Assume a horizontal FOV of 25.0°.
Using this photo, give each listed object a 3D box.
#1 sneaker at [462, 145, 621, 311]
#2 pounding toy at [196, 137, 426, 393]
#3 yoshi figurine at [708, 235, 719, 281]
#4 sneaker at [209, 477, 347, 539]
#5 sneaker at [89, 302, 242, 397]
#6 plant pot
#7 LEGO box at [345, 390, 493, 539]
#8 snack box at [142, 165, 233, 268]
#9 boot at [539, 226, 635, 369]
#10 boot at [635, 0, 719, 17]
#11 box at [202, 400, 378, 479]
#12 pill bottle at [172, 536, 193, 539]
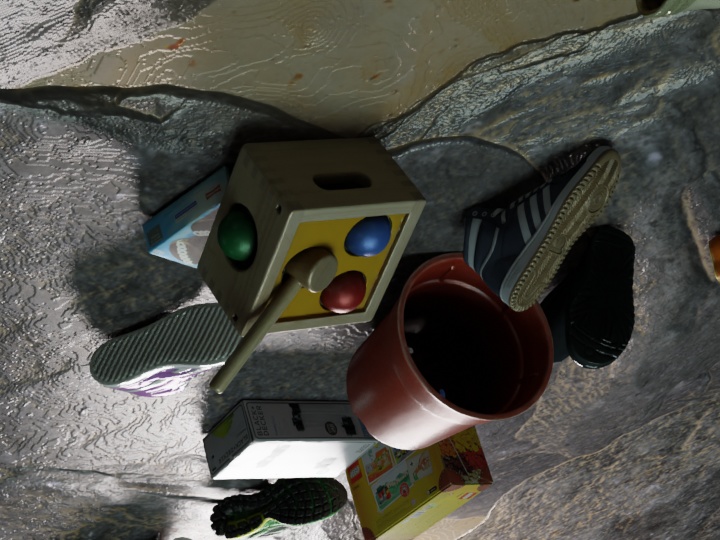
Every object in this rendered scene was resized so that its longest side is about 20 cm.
[{"bbox_3d":[0.187,-0.066,1.743,0.070,0.108,0.200,26,101,-51],"label":"sneaker"},{"bbox_3d":[-0.061,-0.008,1.532,0.200,0.142,0.184,-6,135,-36],"label":"pounding toy"},{"bbox_3d":[0.530,-0.046,1.971,0.200,0.112,0.112,-16,116,29],"label":"yoshi figurine"},{"bbox_3d":[-0.112,0.339,2.329,0.199,0.078,0.085,-14,161,14],"label":"sneaker"},{"bbox_3d":[-0.190,0.092,1.813,0.200,0.073,0.114,-13,159,15],"label":"sneaker"},{"bbox_3d":[0.088,0.109,1.886,0.200,0.201,0.195,-1,158,-29],"label":"plant pot"},{"bbox_3d":[0.071,0.265,2.196,0.077,0.149,0.200,6,146,-38],"label":"LEGO box"},{"bbox_3d":[-0.110,-0.037,1.639,0.116,0.037,0.200,-33,149,27],"label":"snack box"},{"bbox_3d":[0.256,0.067,1.897,0.076,0.200,0.168,20,142,-6],"label":"boot"},{"bbox_3d":[0.334,-0.288,1.392,0.154,0.072,0.200,-5,151,-18],"label":"boot"},{"bbox_3d":[-0.091,0.221,2.117,0.200,0.060,0.117,3,147,-35],"label":"box"},{"bbox_3d":[-0.312,0.480,2.416,0.116,0.116,0.200,11,142,-44],"label":"pill bottle"}]
